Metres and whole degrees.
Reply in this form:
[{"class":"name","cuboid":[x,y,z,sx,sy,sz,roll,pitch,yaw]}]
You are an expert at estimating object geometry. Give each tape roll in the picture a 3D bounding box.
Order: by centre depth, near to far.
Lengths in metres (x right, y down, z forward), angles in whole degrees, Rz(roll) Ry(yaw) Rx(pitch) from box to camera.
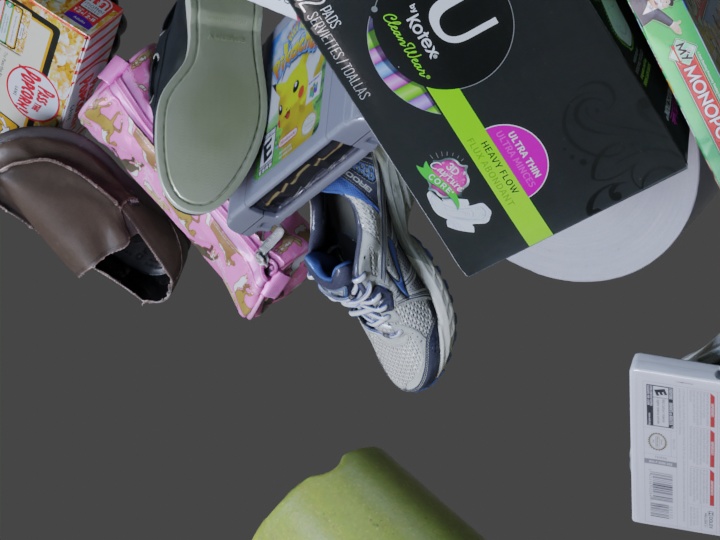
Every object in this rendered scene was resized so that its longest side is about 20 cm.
[{"class":"tape roll","cuboid":[0.129,-0.096,1.692,0.200,0.066,0.201,17,127,25]}]

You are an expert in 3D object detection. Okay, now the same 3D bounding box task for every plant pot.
[{"class":"plant pot","cuboid":[0.022,0.233,1.951,0.184,0.200,0.201,47,139,22]}]

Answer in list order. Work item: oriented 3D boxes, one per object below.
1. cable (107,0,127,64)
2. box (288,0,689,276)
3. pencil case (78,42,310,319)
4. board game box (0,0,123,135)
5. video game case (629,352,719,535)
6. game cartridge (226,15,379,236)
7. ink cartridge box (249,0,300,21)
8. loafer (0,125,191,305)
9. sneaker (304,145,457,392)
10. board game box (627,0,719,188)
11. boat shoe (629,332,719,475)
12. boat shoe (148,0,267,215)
[{"class":"cable","cuboid":[-0.247,-0.222,1.965,0.163,0.051,0.201,-3,114,42]},{"class":"box","cuboid":[0.075,-0.129,1.542,0.148,0.124,0.200,-27,108,20]},{"class":"pencil case","cuboid":[-0.111,-0.063,1.930,0.200,0.083,0.087,50,139,4]},{"class":"board game box","cuboid":[-0.275,-0.172,1.960,0.200,0.046,0.152,34,134,11]},{"class":"video game case","cuboid":[0.265,0.119,1.704,0.199,0.018,0.144,9,136,15]},{"class":"game cartridge","cuboid":[-0.029,-0.116,1.790,0.040,0.134,0.200,20,151,-21]},{"class":"ink cartridge box","cuboid":[-0.040,-0.257,1.689,0.199,0.145,0.146,24,131,29]},{"class":"loafer","cuboid":[-0.190,-0.037,1.951,0.073,0.071,0.200,-33,137,30]},{"class":"sneaker","cuboid":[0.000,0.000,1.872,0.077,0.085,0.201,1,119,41]},{"class":"board game box","cuboid":[0.193,-0.126,1.540,0.029,0.200,0.135,-24,102,17]},{"class":"boat shoe","cuboid":[0.221,0.088,1.750,0.074,0.065,0.202,46,137,7]},{"class":"boat shoe","cuboid":[-0.105,-0.121,1.832,0.066,0.074,0.200,133,141,-62]}]
